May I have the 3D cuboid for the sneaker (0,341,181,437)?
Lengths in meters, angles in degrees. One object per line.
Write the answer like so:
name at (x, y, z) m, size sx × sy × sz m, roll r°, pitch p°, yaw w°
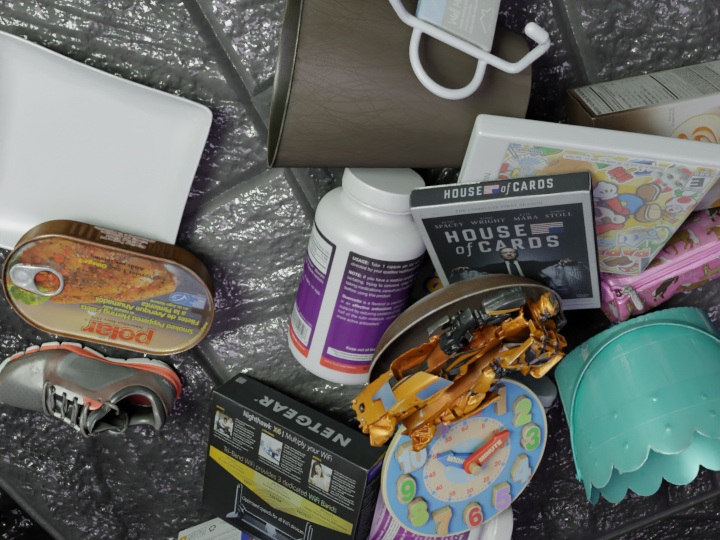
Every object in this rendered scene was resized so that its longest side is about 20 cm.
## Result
sneaker at (-0.290, 0.131, 0.807) m, size 0.194 × 0.083 × 0.079 m, roll 2°, pitch 121°, yaw -7°

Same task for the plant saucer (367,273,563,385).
plant saucer at (0.095, 0.063, 0.726) m, size 0.195 × 0.033 × 0.202 m, roll -15°, pitch 148°, yaw -9°

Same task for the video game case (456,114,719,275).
video game case at (0.178, -0.056, 0.660) m, size 0.194 × 0.023 × 0.183 m, roll 6°, pitch 152°, yaw -1°

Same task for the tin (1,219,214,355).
tin at (-0.237, 0.018, 0.739) m, size 0.195 × 0.042 × 0.114 m, roll 14°, pitch 116°, yaw -15°

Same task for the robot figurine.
robot figurine at (0.095, 0.087, 0.678) m, size 0.198 × 0.059 × 0.144 m, roll -37°, pitch 147°, yaw 23°

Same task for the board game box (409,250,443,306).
board game box at (0.122, -0.008, 0.798) m, size 0.095 × 0.030 × 0.199 m, roll 39°, pitch 112°, yaw -24°

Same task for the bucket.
bucket at (0.305, 0.140, 0.797) m, size 0.201 × 0.138 × 0.209 m, roll -13°, pitch 151°, yaw -7°

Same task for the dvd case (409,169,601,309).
dvd case at (0.138, -0.016, 0.694) m, size 0.146 × 0.025 × 0.201 m, roll -4°, pitch 150°, yaw 18°

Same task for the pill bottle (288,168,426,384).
pill bottle at (0.000, 0.000, 0.740) m, size 0.109 × 0.113 × 0.204 m, roll 10°, pitch 119°, yaw -11°

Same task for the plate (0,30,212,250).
plate at (-0.253, -0.094, 0.708) m, size 0.195 × 0.033 × 0.203 m, roll 16°, pitch 117°, yaw -15°

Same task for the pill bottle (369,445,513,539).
pill bottle at (0.077, 0.282, 0.912) m, size 0.195 × 0.113 × 0.114 m, roll 20°, pitch 117°, yaw -15°

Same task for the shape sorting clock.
shape sorting clock at (0.113, 0.201, 0.813) m, size 0.195 × 0.039 × 0.206 m, roll -8°, pitch 114°, yaw -19°

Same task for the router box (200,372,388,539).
router box at (-0.077, 0.226, 0.834) m, size 0.196 × 0.052 × 0.161 m, roll 22°, pitch 116°, yaw 22°

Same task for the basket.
basket at (0.032, -0.159, 0.643) m, size 0.194 × 0.137 × 0.184 m, roll 7°, pitch 119°, yaw -13°

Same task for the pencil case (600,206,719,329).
pencil case at (0.327, -0.016, 0.773) m, size 0.196 × 0.088 × 0.083 m, roll -25°, pitch 135°, yaw 9°

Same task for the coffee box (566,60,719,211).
coffee box at (0.297, -0.120, 0.715) m, size 0.194 × 0.080 × 0.117 m, roll -11°, pitch 122°, yaw 2°

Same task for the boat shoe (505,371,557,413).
boat shoe at (0.122, 0.140, 0.862) m, size 0.195 × 0.071 × 0.071 m, roll 11°, pitch 117°, yaw -19°

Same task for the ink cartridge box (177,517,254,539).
ink cartridge box at (-0.133, 0.358, 0.886) m, size 0.193 × 0.202 × 0.048 m, roll -21°, pitch 121°, yaw 8°

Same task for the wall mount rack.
wall mount rack at (0.066, -0.239, 0.561) m, size 0.170 × 0.205 × 0.074 m, roll 20°, pitch 159°, yaw -18°
